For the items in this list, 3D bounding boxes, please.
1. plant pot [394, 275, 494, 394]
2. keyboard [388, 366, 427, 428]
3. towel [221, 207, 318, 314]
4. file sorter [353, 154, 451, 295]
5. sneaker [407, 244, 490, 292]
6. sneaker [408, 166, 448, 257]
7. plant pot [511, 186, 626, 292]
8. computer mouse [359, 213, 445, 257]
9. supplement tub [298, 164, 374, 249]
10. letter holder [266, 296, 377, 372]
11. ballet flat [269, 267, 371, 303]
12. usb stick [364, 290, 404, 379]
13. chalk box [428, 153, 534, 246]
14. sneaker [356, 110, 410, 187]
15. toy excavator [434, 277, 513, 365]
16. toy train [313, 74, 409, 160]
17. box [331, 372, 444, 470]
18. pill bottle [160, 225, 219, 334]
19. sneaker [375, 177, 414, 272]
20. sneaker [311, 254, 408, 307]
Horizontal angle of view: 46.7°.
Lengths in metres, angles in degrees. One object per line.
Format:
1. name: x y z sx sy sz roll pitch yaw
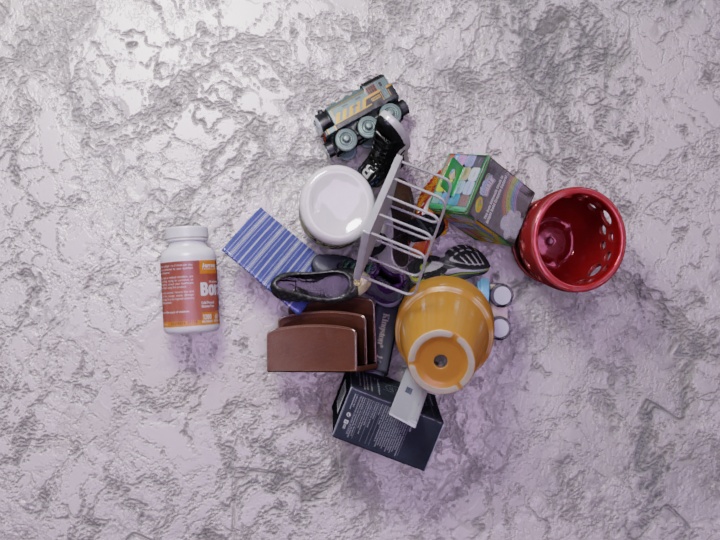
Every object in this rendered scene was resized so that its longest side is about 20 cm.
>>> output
1. plant pot: 0.156 0.135 1.575 0.195 0.184 0.205 2 108 8
2. keyboard: 0.100 0.236 1.607 0.055 0.200 0.011 22 116 5
3. towel: -0.163 -0.019 1.661 0.199 0.024 0.146 40 49 -4
4. file sorter: 0.081 -0.080 1.544 0.122 0.140 0.203 20 53 5
5. sneaker: 0.177 0.005 1.718 0.196 0.082 0.075 -10 52 -23
6. sneaker: 0.153 -0.119 1.724 0.076 0.073 0.204 23 93 -20
7. plant pot: 0.410 -0.058 1.687 0.195 0.182 0.206 0 88 -7
8. computer mouse: 0.082 -0.062 1.637 0.196 0.034 0.059 -20 59 -22
9. supplement tub: -0.050 -0.118 1.621 0.141 0.200 0.149 0 88 -5
10. letter holder: -0.076 0.122 1.620 0.195 0.100 0.146 -3 87 25
11. ballet flat: -0.075 0.031 1.595 0.195 0.057 0.068 -5 86 -6
12. usb stick: 0.047 0.117 1.681 0.054 0.033 0.204 16 65 -6
13. chalk box: 0.225 -0.150 1.651 0.198 0.123 0.127 30 81 -34
14. sneaker: 0.040 -0.223 1.639 0.112 0.200 0.073 -45 72 -7
15. toy excavator: 0.208 0.112 1.713 0.195 0.100 0.200 4 91 6
16. toy train: 0.000 -0.310 1.700 0.197 0.085 0.116 -30 80 -5
17. box: 0.050 0.284 1.642 0.196 0.149 0.109 21 100 -6
18. pill bottle: -0.334 0.019 1.628 0.109 0.112 0.206 -3 89 -7
19. sneaker: 0.057 -0.092 1.705 0.072 0.084 0.205 23 63 -32
20. sneaker: 0.000 0.000 1.654 0.196 0.088 0.076 20 58 -2
